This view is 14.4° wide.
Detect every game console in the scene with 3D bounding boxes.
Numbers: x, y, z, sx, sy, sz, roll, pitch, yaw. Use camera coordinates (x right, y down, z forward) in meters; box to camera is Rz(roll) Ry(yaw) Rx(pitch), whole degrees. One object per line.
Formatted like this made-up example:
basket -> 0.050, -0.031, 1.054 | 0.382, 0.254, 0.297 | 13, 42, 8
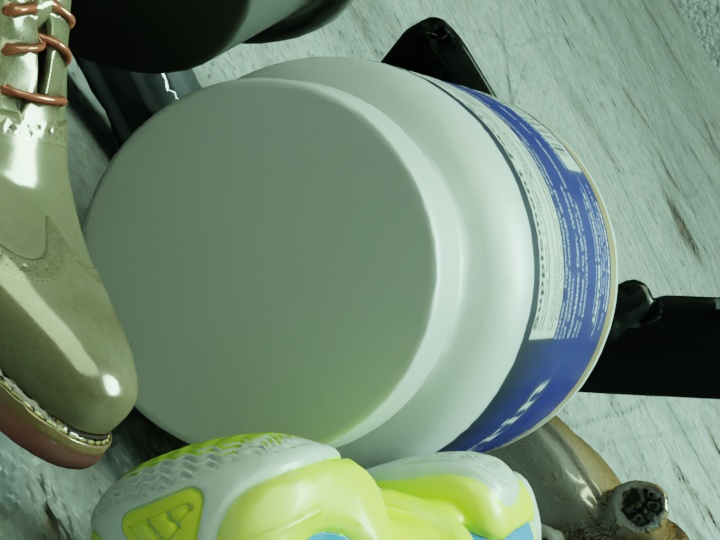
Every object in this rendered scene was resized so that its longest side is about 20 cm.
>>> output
game console -> 0.087, -0.014, 0.993 | 0.176, 0.116, 0.200 | 59, -13, 3

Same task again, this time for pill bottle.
pill bottle -> 0.000, 0.000, 0.792 | 0.116, 0.115, 0.200 | 61, 14, 8

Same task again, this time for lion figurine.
lion figurine -> 0.053, 0.066, 0.948 | 0.200, 0.072, 0.123 | 58, -1, 19

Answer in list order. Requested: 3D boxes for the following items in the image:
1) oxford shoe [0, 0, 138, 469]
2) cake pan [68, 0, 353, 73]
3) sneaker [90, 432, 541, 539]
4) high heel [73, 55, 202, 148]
oxford shoe -> -0.093, -0.053, 0.645 | 0.201, 0.075, 0.070 | 62, 13, 9
cake pan -> -0.081, -0.129, 0.701 | 0.200, 0.037, 0.201 | 33, -31, 22
sneaker -> -0.001, 0.100, 0.699 | 0.200, 0.075, 0.105 | 13, 59, -63
high heel -> -0.075, -0.141, 0.890 | 0.200, 0.071, 0.143 | -79, 147, -58
